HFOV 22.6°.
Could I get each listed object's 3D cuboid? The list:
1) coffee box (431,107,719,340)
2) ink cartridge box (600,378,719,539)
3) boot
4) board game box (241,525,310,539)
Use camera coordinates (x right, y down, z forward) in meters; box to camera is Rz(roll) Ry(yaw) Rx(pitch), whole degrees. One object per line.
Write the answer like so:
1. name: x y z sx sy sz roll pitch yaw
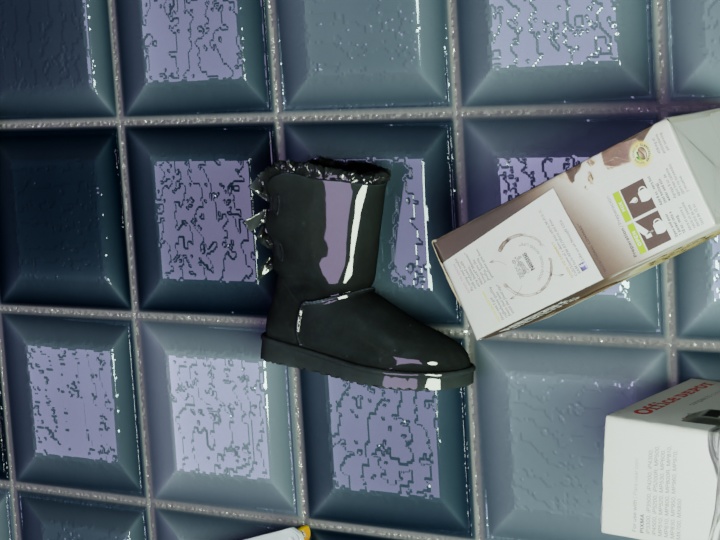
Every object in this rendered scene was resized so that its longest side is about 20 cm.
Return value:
1. coffee box: 0.165 -0.032 1.229 0.200 0.113 0.080 -28 82 34
2. ink cartridge box: 0.274 0.131 1.162 0.200 0.147 0.083 6 100 32
3. boot: 0.001 0.000 1.374 0.198 0.073 0.163 10 100 33
4. board game box: -0.091 0.328 1.519 0.200 0.026 0.200 -20 87 35
